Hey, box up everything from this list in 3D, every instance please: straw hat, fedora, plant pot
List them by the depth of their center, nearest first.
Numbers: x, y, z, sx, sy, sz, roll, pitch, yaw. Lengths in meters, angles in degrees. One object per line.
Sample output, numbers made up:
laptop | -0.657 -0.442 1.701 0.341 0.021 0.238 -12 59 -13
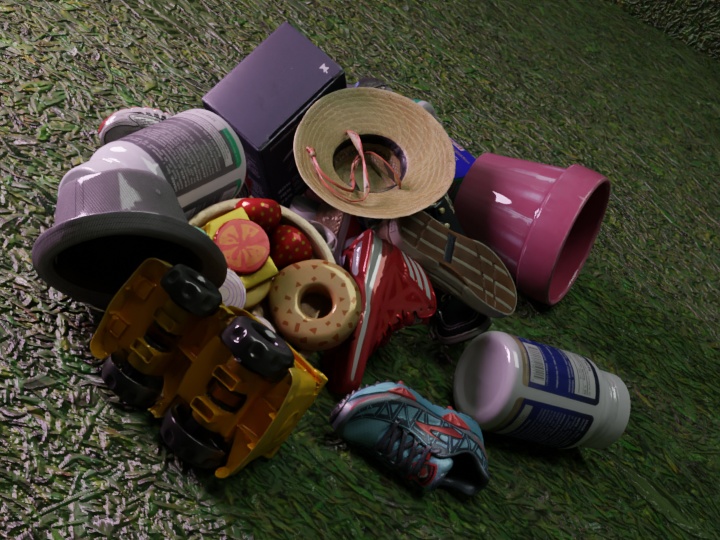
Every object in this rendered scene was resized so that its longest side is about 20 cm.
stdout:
fedora | -0.226 -0.038 1.448 0.200 0.176 0.091 28 48 -52
straw hat | 0.006 -0.113 1.734 0.199 0.085 0.202 8 53 -11
plant pot | 0.233 -0.074 2.113 0.178 0.201 0.200 25 21 18

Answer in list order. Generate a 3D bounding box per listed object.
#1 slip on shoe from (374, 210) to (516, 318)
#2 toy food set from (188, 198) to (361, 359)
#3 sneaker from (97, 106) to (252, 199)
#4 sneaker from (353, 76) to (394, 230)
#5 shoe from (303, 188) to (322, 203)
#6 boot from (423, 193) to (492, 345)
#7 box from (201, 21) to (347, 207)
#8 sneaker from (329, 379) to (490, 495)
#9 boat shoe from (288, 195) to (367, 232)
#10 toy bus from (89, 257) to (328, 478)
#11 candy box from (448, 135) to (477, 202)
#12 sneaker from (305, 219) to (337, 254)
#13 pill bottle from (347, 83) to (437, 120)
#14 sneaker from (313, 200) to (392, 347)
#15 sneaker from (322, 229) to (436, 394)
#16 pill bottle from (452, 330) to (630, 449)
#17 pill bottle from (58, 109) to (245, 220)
slip on shoe | 0.101 -0.005 1.772 0.199 0.060 0.076 31 57 -26
toy food set | -0.111 0.017 1.565 0.197 0.049 0.201 -27 82 -24
sneaker | -0.218 -0.125 1.761 0.199 0.078 0.082 28 27 -13
sneaker | 0.009 -0.139 1.840 0.078 0.202 0.089 -10 16 -24
shoe | 0.004 -0.104 2.002 0.091 0.072 0.199 48 31 21
boot | 0.105 -0.005 1.863 0.204 0.073 0.155 -81 150 -69
box | -0.097 -0.182 1.823 0.104 0.148 0.200 41 -15 18
sneaker | 0.061 0.181 1.554 0.199 0.080 0.096 18 31 -30
boat shoe | -0.012 -0.024 1.864 0.201 0.065 0.074 27 12 -28
toy bus | -0.131 0.089 1.441 0.200 0.136 0.192 39 13 17
candy box | 0.075 -0.160 2.182 0.169 0.077 0.200 42 27 18
sneaker | -0.097 -0.001 1.644 0.074 0.116 0.200 40 27 9
pill bottle | -0.005 -0.195 2.040 0.199 0.114 0.113 15 18 21
sneaker | 0.000 0.000 1.766 0.112 0.071 0.201 21 54 -28
sneaker | 0.032 0.059 1.666 0.115 0.078 0.201 25 62 -23
pill bottle | 0.217 0.147 1.760 0.199 0.116 0.116 17 29 -32
pill bottle | -0.225 -0.096 1.614 0.113 0.113 0.200 40 37 14
